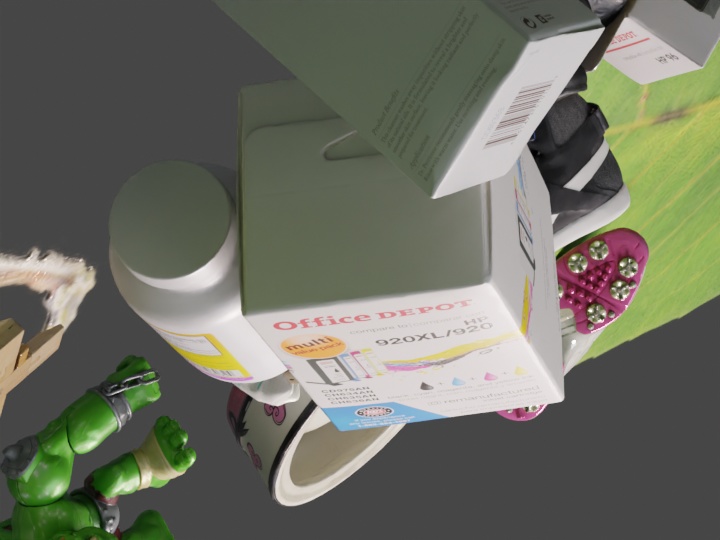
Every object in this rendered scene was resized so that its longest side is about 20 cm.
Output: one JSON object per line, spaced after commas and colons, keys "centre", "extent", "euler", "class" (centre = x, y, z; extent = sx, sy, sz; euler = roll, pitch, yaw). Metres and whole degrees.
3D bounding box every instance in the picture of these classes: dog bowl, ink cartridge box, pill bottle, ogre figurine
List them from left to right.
{"centre": [-0.173, 0.168, 1.787], "extent": [0.120, 0.098, 0.200], "euler": [-17, 130, -34], "class": "ogre figurine"}
{"centre": [-0.089, -0.003, 1.654], "extent": [0.104, 0.104, 0.200], "euler": [-46, 161, -4], "class": "pill bottle"}
{"centre": [-0.016, 0.076, 2.017], "extent": [0.200, 0.074, 0.200], "euler": [-41, 161, -18], "class": "dog bowl"}
{"centre": [0.025, -0.013, 1.583], "extent": [0.147, 0.145, 0.200], "euler": [-8, 156, 13], "class": "ink cartridge box"}
{"centre": [0.213, -0.196, 1.853], "extent": [0.200, 0.068, 0.116], "euler": [-59, -169, -9], "class": "ink cartridge box"}

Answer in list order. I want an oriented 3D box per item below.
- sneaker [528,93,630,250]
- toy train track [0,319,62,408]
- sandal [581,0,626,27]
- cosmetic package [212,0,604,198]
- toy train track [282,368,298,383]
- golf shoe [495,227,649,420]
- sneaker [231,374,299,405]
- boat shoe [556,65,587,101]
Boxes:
{"centre": [0.088, -0.055, 1.822], "extent": [0.200, 0.112, 0.073], "euler": [-32, -161, -37], "class": "sneaker"}
{"centre": [-0.234, 0.086, 1.627], "extent": [0.115, 0.033, 0.200], "euler": [-43, 166, -36], "class": "toy train track"}
{"centre": [0.093, -0.161, 1.727], "extent": [0.200, 0.048, 0.075], "euler": [0, 130, -39], "class": "sandal"}
{"centre": [0.014, -0.145, 1.449], "extent": [0.081, 0.200, 0.113], "euler": [-18, 148, -53], "class": "cosmetic package"}
{"centre": [0.000, 0.000, 1.789], "extent": [0.033, 0.115, 0.200], "euler": [56, 44, -36], "class": "toy train track"}
{"centre": [0.180, 0.039, 2.397], "extent": [0.200, 0.075, 0.092], "euler": [-51, 176, 15], "class": "golf shoe"}
{"centre": [-0.016, 0.013, 1.886], "extent": [0.200, 0.080, 0.070], "euler": [-46, 159, -9], "class": "sneaker"}
{"centre": [0.057, -0.083, 1.762], "extent": [0.201, 0.063, 0.074], "euler": [-25, 175, 4], "class": "boat shoe"}
